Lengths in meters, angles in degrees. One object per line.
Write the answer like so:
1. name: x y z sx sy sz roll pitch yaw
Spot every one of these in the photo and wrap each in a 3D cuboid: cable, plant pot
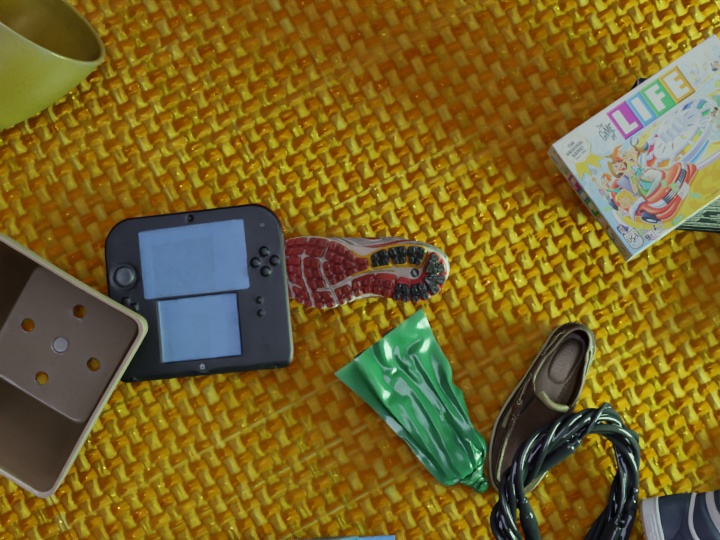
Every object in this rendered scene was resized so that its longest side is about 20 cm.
1. cable: 0.220 0.231 1.591 0.163 0.051 0.200 15 93 -19
2. plant pot: -0.393 -0.230 1.608 0.200 0.200 0.142 41 109 4
3. plant pot: -0.330 0.085 1.541 0.200 0.177 0.200 30 94 3

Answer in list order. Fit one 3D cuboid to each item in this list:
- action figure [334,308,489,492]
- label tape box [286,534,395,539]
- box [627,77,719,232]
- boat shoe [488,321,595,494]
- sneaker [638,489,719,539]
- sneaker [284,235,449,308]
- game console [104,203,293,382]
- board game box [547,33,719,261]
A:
1. action figure: 0.074 0.156 1.617 0.118 0.055 0.200 -35 91 -8
2. label tape box: -0.057 0.353 1.577 0.199 0.066 0.144 -3 81 -1
3. box: 0.366 -0.117 1.596 0.199 0.198 0.124 4 80 -1
4. boat shoe: 0.192 0.145 1.612 0.075 0.075 0.203 22 81 2
5. sneaker: 0.367 0.326 1.577 0.108 0.070 0.200 -16 81 18
6. sneaker: 0.000 0.000 1.635 0.200 0.082 0.078 5 101 13
7. game console: -0.174 0.024 1.622 0.200 0.031 0.177 -6 81 10
8. board game box: 0.303 -0.120 1.477 0.200 0.034 0.135 -35 82 -6
